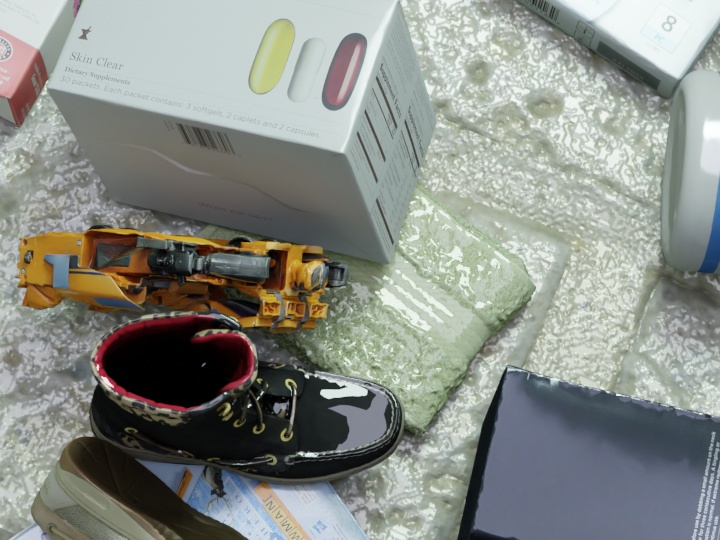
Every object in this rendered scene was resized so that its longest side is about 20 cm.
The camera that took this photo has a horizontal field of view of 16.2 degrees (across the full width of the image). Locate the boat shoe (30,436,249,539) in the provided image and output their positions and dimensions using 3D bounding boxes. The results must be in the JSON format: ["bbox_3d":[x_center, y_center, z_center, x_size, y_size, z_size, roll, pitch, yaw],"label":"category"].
[{"bbox_3d":[-0.113,0.186,1.544,0.199,0.072,0.065,37,112,4],"label":"boat shoe"}]

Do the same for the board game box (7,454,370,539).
[{"bbox_3d":[-0.094,0.202,1.591,0.199,0.041,0.201,-34,77,-10],"label":"board game box"}]

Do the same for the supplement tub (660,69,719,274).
[{"bbox_3d":[0.299,-0.056,1.625,0.198,0.132,0.133,5,75,1],"label":"supplement tub"}]

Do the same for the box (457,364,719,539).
[{"bbox_3d":[0.156,0.145,1.532,0.181,0.200,0.105,14,76,3],"label":"box"}]

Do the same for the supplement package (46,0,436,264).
[{"bbox_3d":[-0.070,-0.105,1.588,0.198,0.156,0.112,13,68,17],"label":"supplement package"}]

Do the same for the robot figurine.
[{"bbox_3d":[-0.107,0.005,1.572,0.199,0.145,0.059,5,91,31],"label":"robot figurine"}]

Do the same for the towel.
[{"bbox_3d":[0.000,0.000,1.651,0.199,0.037,0.149,37,78,8],"label":"towel"}]

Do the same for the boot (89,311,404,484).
[{"bbox_3d":[-0.071,0.076,1.527,0.198,0.151,0.074,6,73,1],"label":"boot"}]

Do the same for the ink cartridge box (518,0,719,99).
[{"bbox_3d":[0.199,-0.242,1.715,0.159,0.047,0.201,33,79,7],"label":"ink cartridge box"}]

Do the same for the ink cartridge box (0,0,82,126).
[{"bbox_3d":[-0.230,-0.215,1.686,0.116,0.068,0.201,28,78,5],"label":"ink cartridge box"}]
